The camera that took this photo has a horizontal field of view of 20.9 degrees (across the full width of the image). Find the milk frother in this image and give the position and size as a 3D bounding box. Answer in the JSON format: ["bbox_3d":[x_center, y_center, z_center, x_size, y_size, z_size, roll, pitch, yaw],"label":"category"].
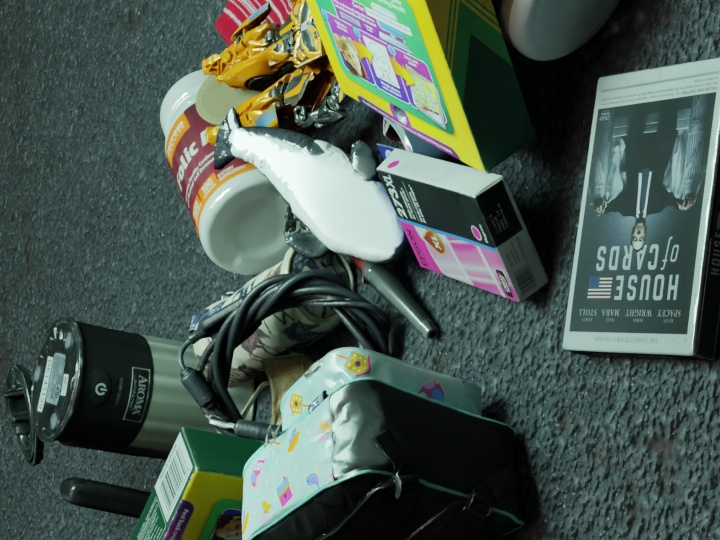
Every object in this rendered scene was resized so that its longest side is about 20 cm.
[{"bbox_3d":[-0.233,0.130,1.887,0.200,0.186,0.182,40,113,57],"label":"milk frother"}]

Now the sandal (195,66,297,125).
[{"bbox_3d":[-0.048,-0.183,1.790,0.211,0.069,0.078,-31,58,20],"label":"sandal"}]

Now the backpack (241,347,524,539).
[{"bbox_3d":[0.003,0.160,1.475,0.200,0.174,0.155,-45,41,38],"label":"backpack"}]

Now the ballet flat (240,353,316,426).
[{"bbox_3d":[-0.085,0.169,1.724,0.068,0.072,0.202,-138,60,-83],"label":"ballet flat"}]

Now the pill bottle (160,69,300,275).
[{"bbox_3d":[-0.121,-0.099,1.841,0.115,0.113,0.201,-62,34,27],"label":"pill bottle"}]

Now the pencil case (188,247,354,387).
[{"bbox_3d":[-0.080,0.036,1.763,0.200,0.077,0.090,-33,63,52],"label":"pencil case"}]

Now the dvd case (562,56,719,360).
[{"bbox_3d":[0.203,-0.041,1.349,0.150,0.025,0.202,-2,78,61],"label":"dvd case"}]

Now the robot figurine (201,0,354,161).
[{"bbox_3d":[-0.062,-0.179,1.688,0.199,0.058,0.147,-31,57,46],"label":"robot figurine"}]

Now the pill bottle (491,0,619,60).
[{"bbox_3d":[0.098,-0.256,1.453,0.200,0.115,0.116,45,121,31],"label":"pill bottle"}]

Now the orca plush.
[{"bbox_3d":[-0.035,-0.063,1.660,0.198,0.071,0.106,18,90,21],"label":"orca plush"}]

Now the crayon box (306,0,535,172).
[{"bbox_3d":[0.032,-0.187,1.467,0.200,0.058,0.174,35,154,48],"label":"crayon box"}]

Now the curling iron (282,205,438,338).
[{"bbox_3d":[0.000,0.000,1.642,0.200,0.049,0.026,43,143,34],"label":"curling iron"}]

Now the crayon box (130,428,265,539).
[{"bbox_3d":[-0.102,0.237,1.620,0.201,0.171,0.058,-63,32,25],"label":"crayon box"}]

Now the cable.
[{"bbox_3d":[-0.056,0.089,1.650,0.199,0.051,0.164,-28,85,24],"label":"cable"}]

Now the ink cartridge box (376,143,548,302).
[{"bbox_3d":[0.068,-0.041,1.525,0.200,0.037,0.095,25,144,62],"label":"ink cartridge box"}]

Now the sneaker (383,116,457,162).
[{"bbox_3d":[0.036,-0.156,1.632,0.082,0.070,0.201,-54,36,30],"label":"sneaker"}]

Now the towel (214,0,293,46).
[{"bbox_3d":[-0.083,-0.298,1.938,0.201,0.022,0.145,-65,33,23],"label":"towel"}]
